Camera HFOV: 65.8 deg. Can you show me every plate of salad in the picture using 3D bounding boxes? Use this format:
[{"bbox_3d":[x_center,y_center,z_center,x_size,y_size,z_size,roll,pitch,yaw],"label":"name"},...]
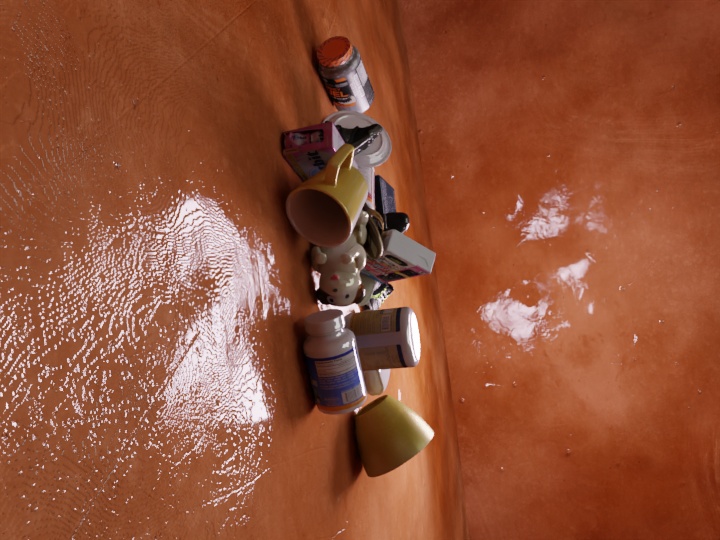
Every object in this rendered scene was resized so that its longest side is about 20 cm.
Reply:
[{"bbox_3d":[-0.013,-0.350,1.501,0.048,0.200,0.200,121,-24,-54],"label":"plate of salad"}]

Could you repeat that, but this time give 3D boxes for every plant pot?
[{"bbox_3d":[0.064,0.404,1.416,0.142,0.200,0.200,58,15,3],"label":"plant pot"}]

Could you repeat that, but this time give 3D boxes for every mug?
[{"bbox_3d":[-0.046,-0.159,1.169,0.149,0.186,0.153,47,46,-15],"label":"mug"}]

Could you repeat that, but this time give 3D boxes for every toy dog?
[{"bbox_3d":[-0.052,-0.015,1.287,0.194,0.139,0.200,94,-4,-69],"label":"toy dog"}]

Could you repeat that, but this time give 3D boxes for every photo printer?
[{"bbox_3d":[0.034,0.235,1.554,0.166,0.069,0.200,-72,151,-58],"label":"photo printer"}]

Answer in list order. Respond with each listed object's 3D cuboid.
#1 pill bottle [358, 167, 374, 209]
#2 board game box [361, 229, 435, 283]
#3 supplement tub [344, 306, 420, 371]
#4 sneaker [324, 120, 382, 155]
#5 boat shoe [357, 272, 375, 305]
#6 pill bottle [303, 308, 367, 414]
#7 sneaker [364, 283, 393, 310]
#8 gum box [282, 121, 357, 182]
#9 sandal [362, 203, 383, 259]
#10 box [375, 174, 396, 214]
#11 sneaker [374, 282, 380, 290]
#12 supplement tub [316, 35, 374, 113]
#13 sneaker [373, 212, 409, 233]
[{"bbox_3d":[-0.016,-0.239,1.526,0.110,0.109,0.200,59,28,-56],"label":"pill bottle"},{"bbox_3d":[0.069,-0.032,1.431,0.147,0.200,0.064,28,68,-28],"label":"board game box"},{"bbox_3d":[0.033,0.167,1.330,0.144,0.200,0.145,-7,90,-75],"label":"supplement tub"},{"bbox_3d":[-0.038,-0.345,1.413,0.114,0.199,0.076,52,-23,5],"label":"sneaker"},{"bbox_3d":[0.000,0.000,1.545,0.061,0.072,0.202,161,-65,-67],"label":"boat shoe"},{"bbox_3d":[-0.057,0.187,1.161,0.112,0.112,0.200,-51,131,-70],"label":"pill bottle"},{"bbox_3d":[0.059,0.061,1.706,0.200,0.083,0.072,-80,157,-48],"label":"sneaker"},{"bbox_3d":[-0.087,-0.250,1.256,0.200,0.113,0.066,50,35,-64],"label":"gum box"},{"bbox_3d":[0.026,-0.115,1.354,0.080,0.054,0.200,103,-24,-44],"label":"sandal"},{"bbox_3d":[0.041,-0.195,1.720,0.200,0.107,0.149,17,66,-73],"label":"box"},{"bbox_3d":[0.010,-0.025,1.615,0.091,0.076,0.200,54,22,-49],"label":"sneaker"},{"bbox_3d":[-0.043,-0.539,1.548,0.200,0.122,0.123,57,29,-57],"label":"supplement tub"},{"bbox_3d":[0.021,-0.115,1.446,0.115,0.200,0.075,25,53,-63],"label":"sneaker"}]
